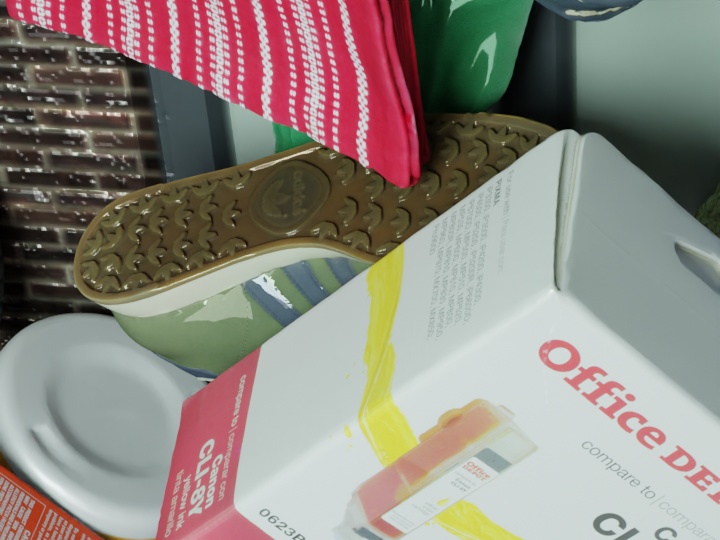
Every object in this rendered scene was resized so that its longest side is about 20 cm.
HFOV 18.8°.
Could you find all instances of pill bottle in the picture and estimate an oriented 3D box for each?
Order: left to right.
[{"bbox_3d":[-0.148,0.120,0.976,0.112,0.112,0.200,28,130,-11],"label":"pill bottle"}]

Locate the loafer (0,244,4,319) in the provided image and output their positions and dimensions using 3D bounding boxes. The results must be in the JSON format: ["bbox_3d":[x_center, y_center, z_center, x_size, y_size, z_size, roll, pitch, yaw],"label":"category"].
[{"bbox_3d":[-0.205,-0.036,0.882,0.071,0.073,0.201,-5,111,27],"label":"loafer"}]

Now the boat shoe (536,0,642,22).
[{"bbox_3d":[0.018,-0.152,0.710,0.200,0.062,0.075,42,95,-7],"label":"boat shoe"}]

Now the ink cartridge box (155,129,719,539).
[{"bbox_3d":[0.047,0.065,0.746,0.145,0.084,0.200,37,127,-23],"label":"ink cartridge box"}]

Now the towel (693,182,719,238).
[{"bbox_3d":[0.212,-0.020,0.771,0.148,0.036,0.200,45,116,4],"label":"towel"}]

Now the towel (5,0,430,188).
[{"bbox_3d":[-0.063,-0.112,0.751,0.199,0.023,0.145,25,147,26],"label":"towel"}]

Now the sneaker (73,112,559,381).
[{"bbox_3d":[0.000,0.000,0.812,0.199,0.068,0.090,-10,144,19],"label":"sneaker"}]

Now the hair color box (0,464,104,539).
[{"bbox_3d":[-0.133,0.161,0.891,0.200,0.064,0.111,40,127,-15],"label":"hair color box"}]

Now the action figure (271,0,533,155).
[{"bbox_3d":[0.006,-0.056,0.828,0.117,0.055,0.201,9,131,4],"label":"action figure"}]
